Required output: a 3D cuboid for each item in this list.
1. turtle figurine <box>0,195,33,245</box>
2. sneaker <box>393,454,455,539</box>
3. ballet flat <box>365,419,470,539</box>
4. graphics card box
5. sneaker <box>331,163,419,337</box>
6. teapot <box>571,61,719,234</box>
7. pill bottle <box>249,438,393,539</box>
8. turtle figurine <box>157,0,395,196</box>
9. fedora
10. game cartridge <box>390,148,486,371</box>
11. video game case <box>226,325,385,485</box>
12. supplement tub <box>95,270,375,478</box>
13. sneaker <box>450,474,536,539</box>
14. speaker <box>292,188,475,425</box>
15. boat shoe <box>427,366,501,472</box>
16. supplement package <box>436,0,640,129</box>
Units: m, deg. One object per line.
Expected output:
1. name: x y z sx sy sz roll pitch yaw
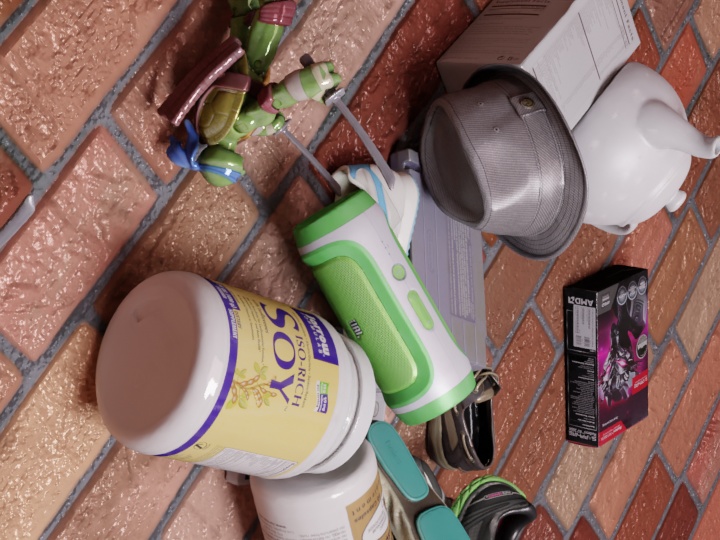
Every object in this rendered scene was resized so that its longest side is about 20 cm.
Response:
1. turtle figurine: -0.309 0.057 0.843 0.144 0.199 0.194 -83 179 -49
2. sneaker: 0.069 0.252 1.387 0.079 0.074 0.201 -57 143 -38
3. ballet flat: 0.048 0.232 1.284 0.067 0.062 0.200 -8 59 -43
4. graphics card box: 0.303 0.103 1.674 0.125 0.051 0.201 -19 110 -46
5. sneaker: 0.000 0.000 1.279 0.081 0.076 0.201 10 78 -35
6. teapot: 0.290 -0.117 1.491 0.198 0.146 0.200 -50 180 21
7. pill bottle: -0.026 0.254 1.242 0.114 0.114 0.201 -36 125 -40
8. turtle figurine: -0.057 -0.160 1.133 0.144 0.199 0.195 18 78 -84
9. fedora: 0.121 -0.100 1.303 0.090 0.177 0.201 -12 64 -28
10. game cartridge: 0.077 -0.008 1.357 0.129 0.038 0.201 25 58 -52
11. video game case: -0.043 0.124 1.296 0.200 0.018 0.144 3 95 -50
12. supplement tub: -0.098 0.091 1.117 0.200 0.145 0.146 20 82 -45
13. sneaker: 0.102 0.290 1.303 0.200 0.084 0.077 -60 142 -13
14. speaker: 0.021 0.032 1.199 0.088 0.088 0.200 -36 98 -40
15. boat shoe: 0.113 0.117 1.434 0.074 0.073 0.201 -25 115 -44
16. supplement package: 0.189 -0.228 1.428 0.200 0.109 0.114 -49 131 -31
